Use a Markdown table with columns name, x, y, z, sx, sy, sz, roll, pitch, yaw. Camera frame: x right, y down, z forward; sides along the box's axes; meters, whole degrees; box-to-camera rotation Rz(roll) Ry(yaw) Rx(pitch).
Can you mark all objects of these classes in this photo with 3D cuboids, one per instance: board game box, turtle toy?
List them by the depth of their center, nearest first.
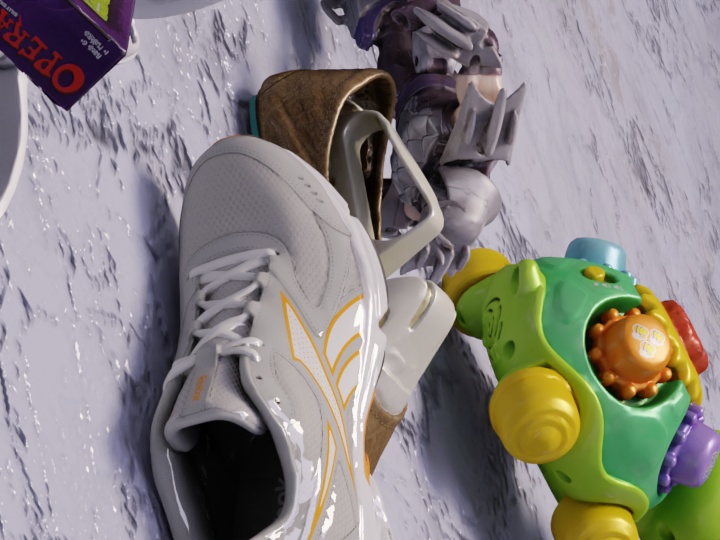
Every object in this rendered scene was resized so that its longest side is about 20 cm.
| name | x | y | z | sx | sy | sz | roll | pitch | yaw |
| --- | --- | --- | --- | --- | --- | --- | --- | --- | --- |
| board game box | -0.114 | -0.121 | 0.856 | 0.120 | 0.032 | 0.200 | 47 | 12 | -15 |
| turtle toy | 0.119 | 0.068 | 1.377 | 0.201 | 0.101 | 0.146 | 61 | 5 | -33 |

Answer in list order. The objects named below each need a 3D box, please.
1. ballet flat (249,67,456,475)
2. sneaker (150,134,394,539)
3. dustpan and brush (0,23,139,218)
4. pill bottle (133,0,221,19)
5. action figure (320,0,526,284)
| name | x | y | z | sx | sy | sz | roll | pitch | yaw |
| --- | --- | --- | --- | --- | --- | --- | --- | --- | --- |
| ballet flat | 0.000 | 0.000 | 1.164 | 0.068 | 0.072 | 0.201 | 48 | 30 | -50 |
| sneaker | -0.036 | 0.036 | 1.021 | 0.092 | 0.075 | 0.201 | 35 | 39 | -57 |
| dustpan and brush | -0.122 | -0.065 | 0.859 | 0.200 | 0.057 | 0.141 | -8 | 81 | -73 |
| pill bottle | -0.089 | -0.194 | 1.002 | 0.112 | 0.111 | 0.201 | -84 | 152 | -52 |
| action figure | 0.025 | -0.080 | 1.260 | 0.069 | 0.130 | 0.201 | 14 | 42 | -22 |
